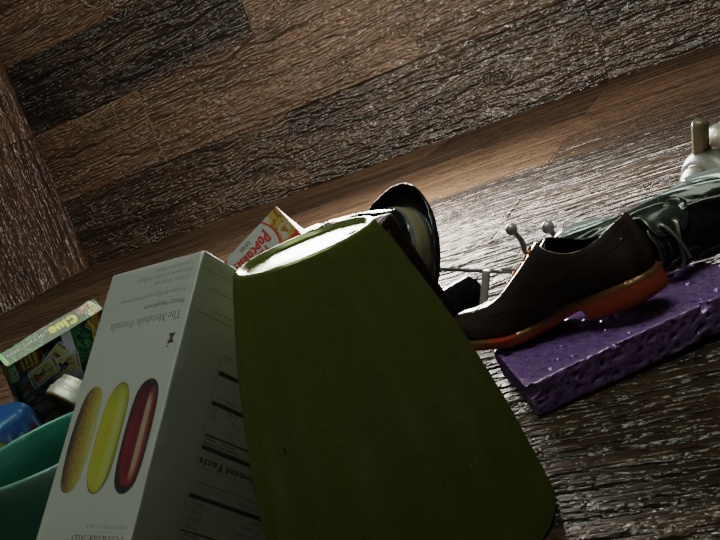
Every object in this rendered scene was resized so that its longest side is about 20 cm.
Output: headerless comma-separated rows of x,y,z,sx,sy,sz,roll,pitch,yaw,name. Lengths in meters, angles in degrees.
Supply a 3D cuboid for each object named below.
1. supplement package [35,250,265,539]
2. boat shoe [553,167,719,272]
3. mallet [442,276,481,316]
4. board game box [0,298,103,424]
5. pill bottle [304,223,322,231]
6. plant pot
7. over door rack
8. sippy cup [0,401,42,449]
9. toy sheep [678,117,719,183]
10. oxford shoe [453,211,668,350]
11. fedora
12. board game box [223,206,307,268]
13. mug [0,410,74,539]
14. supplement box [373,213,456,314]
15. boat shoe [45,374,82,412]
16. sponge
-0.123,0.108,0.644,0.113,0.109,0.203,-13,58,41,supplement package
0.253,-0.024,0.794,0.198,0.073,0.071,-22,16,23,boat shoe
0.054,0.004,1.056,0.065,0.042,0.199,-24,38,-29,mallet
-0.285,0.130,0.939,0.023,0.202,0.104,31,52,30,board game box
-0.080,0.006,1.311,0.198,0.115,0.113,-23,11,-10,pill bottle
-0.001,0.078,0.581,0.185,0.203,0.187,-21,11,4,plant pot
0.166,-0.012,0.934,0.197,0.068,0.147,-10,5,-24,over door rack
-0.311,0.192,0.826,0.138,0.132,0.178,-23,12,-5,sippy cup
0.352,-0.084,0.847,0.197,0.140,0.138,-22,11,-3,toy sheep
0.149,0.011,0.780,0.198,0.073,0.071,-24,6,32,oxford shoe
0.000,0.000,0.965,0.090,0.204,0.200,5,-1,-24,fedora
-0.122,0.035,1.052,0.200,0.046,0.151,-47,-22,3,board game box
-0.199,0.176,0.729,0.183,0.116,0.152,-23,10,-9,mug
-0.024,0.061,0.804,0.200,0.111,0.085,-48,23,-26,supplement box
-0.235,0.122,0.918,0.070,0.070,0.200,-61,-17,-12,boat shoe
0.210,0.049,0.759,0.197,0.030,0.112,-24,10,-3,sponge
